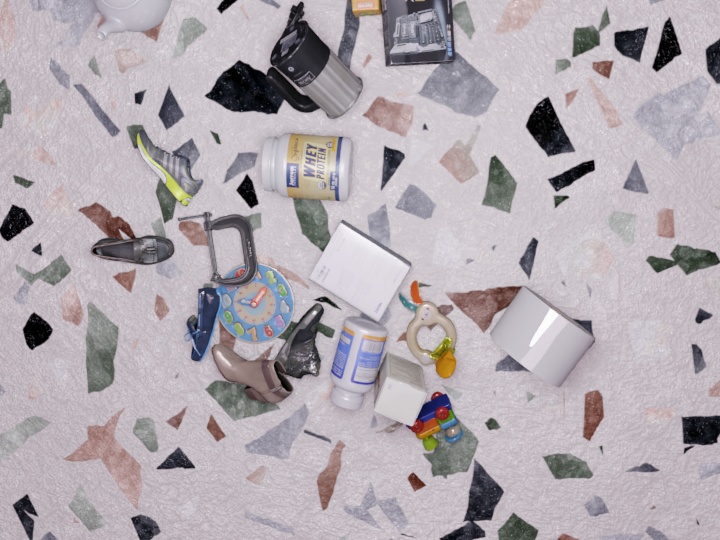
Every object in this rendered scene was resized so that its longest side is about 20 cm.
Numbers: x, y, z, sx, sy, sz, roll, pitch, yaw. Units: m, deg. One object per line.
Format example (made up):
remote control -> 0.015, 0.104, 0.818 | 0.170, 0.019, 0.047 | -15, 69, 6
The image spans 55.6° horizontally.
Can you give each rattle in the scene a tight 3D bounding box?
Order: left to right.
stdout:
rattle -> 0.152, 0.139, 1.608 | 0.128, 0.143, 0.204 | -12, 105, 23

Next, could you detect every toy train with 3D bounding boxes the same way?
toy train -> 0.148, 0.396, 1.680 | 0.197, 0.085, 0.117 | -28, 110, 7

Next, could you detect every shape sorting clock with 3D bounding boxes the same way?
shape sorting clock -> -0.258, 0.081, 1.668 | 0.195, 0.039, 0.205 | 1, 99, 3

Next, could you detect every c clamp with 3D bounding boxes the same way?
c clamp -> -0.334, -0.052, 1.642 | 0.167, 0.027, 0.204 | -16, 82, -4

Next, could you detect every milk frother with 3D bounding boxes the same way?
milk frother -> -0.100, -0.476, 1.532 | 0.187, 0.179, 0.203 | 37, 68, -37

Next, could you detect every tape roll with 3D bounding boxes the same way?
tape roll -> 0.413, 0.150, 1.560 | 0.201, 0.203, 0.140 | 34, 99, -3

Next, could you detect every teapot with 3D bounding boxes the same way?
teapot -> -0.519, -0.639, 1.516 | 0.194, 0.146, 0.203 | -24, 96, 6

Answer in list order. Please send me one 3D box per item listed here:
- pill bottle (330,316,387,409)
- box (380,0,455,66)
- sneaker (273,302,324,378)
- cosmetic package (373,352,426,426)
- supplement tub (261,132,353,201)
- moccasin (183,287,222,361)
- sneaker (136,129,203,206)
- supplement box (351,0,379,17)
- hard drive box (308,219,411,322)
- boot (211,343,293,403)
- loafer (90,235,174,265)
pill bottle -> -0.010, 0.223, 1.640 | 0.110, 0.112, 0.204 | 16, 100, 1
box -> 0.126, -0.564, 1.519 | 0.154, 0.050, 0.205 | -6, 99, -14
sneaker -> -0.122, 0.179, 1.660 | 0.113, 0.076, 0.201 | 31, 102, -4
cosmetic package -> 0.090, 0.273, 1.597 | 0.102, 0.200, 0.089 | 22, 99, 0
supplement tub -> -0.119, -0.236, 1.557 | 0.195, 0.144, 0.148 | 4, 99, 2
moccasin -> -0.389, 0.125, 1.654 | 0.067, 0.081, 0.204 | 11, 109, -22
sneaker -> -0.451, -0.254, 1.618 | 0.081, 0.074, 0.201 | -39, 101, -1
supplement box -> 0.009, -0.677, 1.520 | 0.065, 0.069, 0.205 | -3, 101, 6
hard drive box -> 0.000, 0.000, 1.622 | 0.198, 0.077, 0.158 | 32, 100, -2
boot -> -0.253, 0.241, 1.651 | 0.144, 0.071, 0.201 | -20, 118, 36
loafer -> -0.553, -0.045, 1.652 | 0.195, 0.063, 0.074 | -1, 99, 3
